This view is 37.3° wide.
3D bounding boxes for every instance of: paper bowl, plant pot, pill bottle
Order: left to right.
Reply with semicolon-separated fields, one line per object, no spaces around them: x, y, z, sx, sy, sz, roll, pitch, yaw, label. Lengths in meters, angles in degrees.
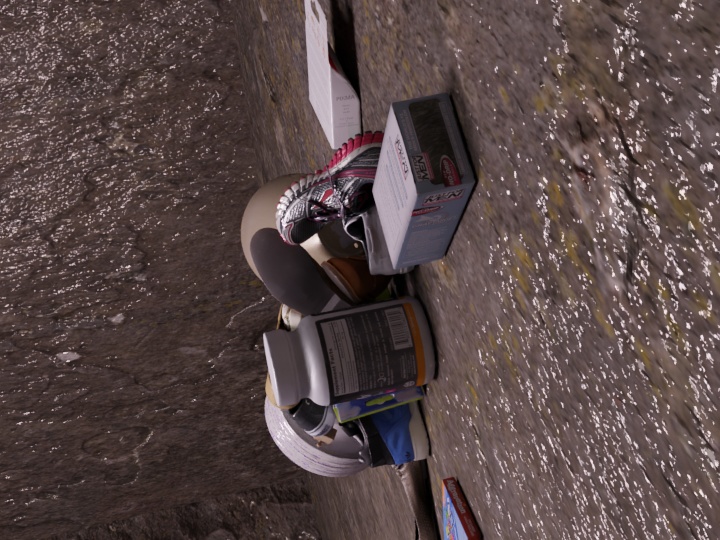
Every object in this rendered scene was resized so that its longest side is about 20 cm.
-0.054;-0.059;1.532;0.200;0.187;0.188;173;85;-67;plant pot
-0.036;0.200;1.609;0.104;0.200;0.201;-57;40;44;paper bowl
-0.015;0.105;1.337;0.116;0.200;0.117;169;90;-82;pill bottle

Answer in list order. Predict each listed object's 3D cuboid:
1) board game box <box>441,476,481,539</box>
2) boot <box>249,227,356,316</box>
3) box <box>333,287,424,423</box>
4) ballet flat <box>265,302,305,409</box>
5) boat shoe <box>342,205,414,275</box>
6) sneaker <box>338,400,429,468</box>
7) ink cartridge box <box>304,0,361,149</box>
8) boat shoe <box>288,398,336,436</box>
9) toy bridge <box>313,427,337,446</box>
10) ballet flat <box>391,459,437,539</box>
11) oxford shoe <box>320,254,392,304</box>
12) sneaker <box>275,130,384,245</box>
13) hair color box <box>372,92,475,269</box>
0.130;0.369;1.351;0.103;0.019;0.200;-117;17;-53;board game box
-0.067;0.018;1.430;0.200;0.074;0.075;44;-165;-4;boot
0.008;0.120;1.455;0.048;0.122;0.200;75;178;-49;box
-0.085;0.088;1.439;0.063;0.068;0.200;84;-167;-60;ballet flat
0.013;-0.062;1.370;0.072;0.068;0.200;88;167;-46;boat shoe
0.019;0.179;1.502;0.077;0.111;0.200;103;155;-69;sneaker
-0.041;-0.295;1.498;0.161;0.050;0.200;-113;18;-51;ink cartridge box
-0.075;0.147;1.497;0.057;0.069;0.200;35;-157;-29;boat shoe
-0.025;0.160;1.524;0.067;0.027;0.200;125;168;-65;toy bridge
0.079;0.346;1.543;0.067;0.046;0.200;-135;35;-75;ballet flat
0.000;0.000;1.387;0.071;0.071;0.200;49;-173;9;oxford shoe
-0.032;-0.090;1.326;0.200;0.081;0.075;-39;60;35;sneaker
0.059;-0.085;1.084;0.200;0.060;0.099;102;155;-70;hair color box
